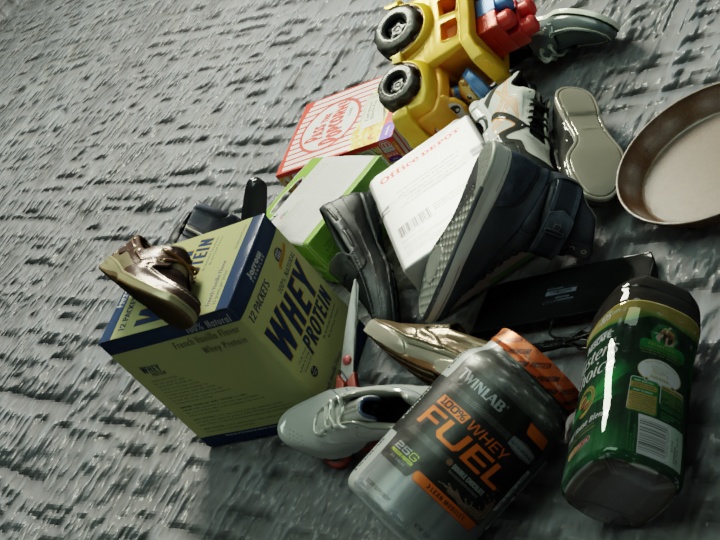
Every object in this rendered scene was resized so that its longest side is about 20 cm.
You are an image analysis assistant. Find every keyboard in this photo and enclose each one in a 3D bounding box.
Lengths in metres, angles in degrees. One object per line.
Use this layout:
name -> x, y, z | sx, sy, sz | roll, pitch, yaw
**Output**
keyboard -> 0.196, 0.044, 1.246 | 0.199, 0.021, 0.127 | -14, 34, 38

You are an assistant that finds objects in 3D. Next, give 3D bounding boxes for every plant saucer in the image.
plant saucer -> 0.352, -0.111, 1.254 | 0.200, 0.035, 0.201 | -27, 34, 20

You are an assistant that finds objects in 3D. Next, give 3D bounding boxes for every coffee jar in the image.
coffee jar -> 0.229, 0.105, 1.056 | 0.104, 0.085, 0.200 | 115, 176, -50

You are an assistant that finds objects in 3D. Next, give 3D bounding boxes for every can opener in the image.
can opener -> -0.140, -0.016, 1.556 | 0.063, 0.078, 0.201 | -140, 60, -66

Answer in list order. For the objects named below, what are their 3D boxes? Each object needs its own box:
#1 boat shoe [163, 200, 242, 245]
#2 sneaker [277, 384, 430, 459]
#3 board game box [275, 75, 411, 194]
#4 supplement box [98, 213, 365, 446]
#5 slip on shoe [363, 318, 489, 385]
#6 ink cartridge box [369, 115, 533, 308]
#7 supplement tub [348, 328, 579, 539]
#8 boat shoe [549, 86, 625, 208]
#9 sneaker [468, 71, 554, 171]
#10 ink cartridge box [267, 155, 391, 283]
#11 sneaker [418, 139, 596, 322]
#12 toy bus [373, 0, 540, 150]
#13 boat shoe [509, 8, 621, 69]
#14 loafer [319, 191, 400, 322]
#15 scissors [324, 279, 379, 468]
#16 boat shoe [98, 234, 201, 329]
boat shoe -> -0.135, -0.007, 1.494 | 0.093, 0.199, 0.075 | -66, 11, -22
sneaker -> -0.003, 0.141, 1.246 | 0.199, 0.087, 0.075 | -14, 69, 29
board game box -> -0.008, -0.190, 1.718 | 0.199, 0.046, 0.152 | -16, 40, 35
supplement box -> -0.138, 0.072, 1.394 | 0.199, 0.200, 0.135 | -16, 40, 35
slip on shoe -> 0.083, 0.080, 1.266 | 0.061, 0.076, 0.200 | -54, 36, -11
ink cartridge box -> 0.105, -0.065, 1.412 | 0.145, 0.084, 0.200 | -34, 33, 10
supplement tub -> 0.095, 0.155, 1.115 | 0.200, 0.123, 0.122 | -47, 32, -6
boat shoe -> 0.246, -0.124, 1.375 | 0.067, 0.057, 0.200 | 0, 42, -3
sneaker -> 0.180, -0.162, 1.411 | 0.080, 0.074, 0.200 | -43, 32, 17
ink cartridge box -> -0.041, -0.069, 1.586 | 0.148, 0.076, 0.200 | -50, 24, -14
sneaker -> 0.154, -0.015, 1.284 | 0.077, 0.146, 0.203 | -104, 37, -63
toy bus -> 0.129, -0.256, 1.542 | 0.191, 0.136, 0.201 | -20, 54, 30
boat shoe -> 0.237, -0.281, 1.564 | 0.200, 0.073, 0.062 | 7, 77, 50
loafer -> 0.000, 0.000, 1.420 | 0.070, 0.068, 0.201 | -12, 56, -4
scissors -> -0.020, 0.108, 1.329 | 0.073, 0.014, 0.201 | -22, 62, 24
boat shoe -> -0.207, 0.002, 1.299 | 0.072, 0.072, 0.200 | -51, 28, -10
